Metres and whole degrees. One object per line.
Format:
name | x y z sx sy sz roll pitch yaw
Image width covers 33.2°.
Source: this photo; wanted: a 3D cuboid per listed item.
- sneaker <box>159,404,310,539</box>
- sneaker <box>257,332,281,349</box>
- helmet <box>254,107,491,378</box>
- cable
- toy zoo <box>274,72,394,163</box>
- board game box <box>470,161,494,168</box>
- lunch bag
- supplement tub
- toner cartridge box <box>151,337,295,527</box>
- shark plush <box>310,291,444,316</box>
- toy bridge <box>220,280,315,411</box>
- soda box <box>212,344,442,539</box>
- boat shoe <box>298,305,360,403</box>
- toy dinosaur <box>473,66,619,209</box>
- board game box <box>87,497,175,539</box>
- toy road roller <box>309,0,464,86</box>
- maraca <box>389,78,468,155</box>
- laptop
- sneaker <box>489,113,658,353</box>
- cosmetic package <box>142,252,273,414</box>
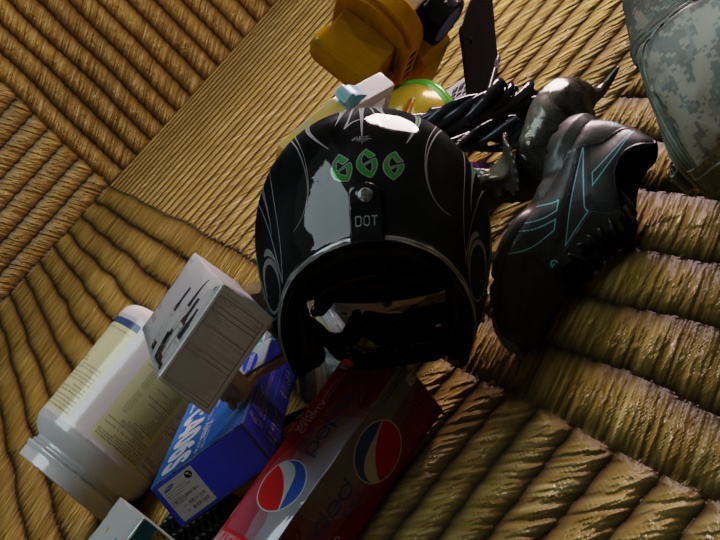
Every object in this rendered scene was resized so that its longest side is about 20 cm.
sneaker | -0.085 0.182 1.038 0.199 0.070 0.090 -37 8 22
sneaker | -0.106 0.070 1.241 0.078 0.090 0.201 -22 32 48
helmet | 0.010 -0.024 0.908 0.199 0.199 0.192 -36 33 26
cable | 0.104 -0.138 1.096 0.198 0.052 0.162 -8 -11 -39
toy zoo | -0.030 -0.097 1.094 0.131 0.020 0.201 -39 -19 -29
board game box | 0.032 -0.047 1.182 0.199 0.033 0.119 -34 -12 34
lunch bag | 0.290 -0.158 0.823 0.199 0.139 0.170 -33 39 33
supplement tub | -0.258 0.156 1.307 0.201 0.145 0.144 -52 21 -16
toner cartridge box | -0.111 0.131 1.022 0.094 0.043 0.200 -35 12 11
shark plush | 0.000 0.000 1.066 0.198 0.085 0.091 -15 -6 -31
toy bridge | -0.071 0.038 1.011 0.027 0.067 0.202 -16 36 38
soda box | -0.025 0.158 0.920 0.063 0.070 0.201 14 60 48
boat shoe | -0.028 0.071 1.111 0.064 0.076 0.202 -4 9 -3
toy dinosaur | 0.171 -0.113 1.013 0.201 0.102 0.077 -52 21 -14
board game box | -0.114 0.260 0.727 0.148 0.200 0.064 -51 21 -15
toy road roller | 0.012 -0.244 1.304 0.146 0.122 0.200 -49 -7 -20
maraca | 0.039 -0.113 1.267 0.200 0.106 0.139 -43 60 42
laptop | 0.091 -0.221 1.363 0.199 0.116 0.188 -32 24 35
sneaker | 0.160 -0.029 0.914 0.078 0.075 0.202 14 74 36
cosmetic package | -0.123 0.041 0.929 0.083 0.050 0.200 -53 15 -3
